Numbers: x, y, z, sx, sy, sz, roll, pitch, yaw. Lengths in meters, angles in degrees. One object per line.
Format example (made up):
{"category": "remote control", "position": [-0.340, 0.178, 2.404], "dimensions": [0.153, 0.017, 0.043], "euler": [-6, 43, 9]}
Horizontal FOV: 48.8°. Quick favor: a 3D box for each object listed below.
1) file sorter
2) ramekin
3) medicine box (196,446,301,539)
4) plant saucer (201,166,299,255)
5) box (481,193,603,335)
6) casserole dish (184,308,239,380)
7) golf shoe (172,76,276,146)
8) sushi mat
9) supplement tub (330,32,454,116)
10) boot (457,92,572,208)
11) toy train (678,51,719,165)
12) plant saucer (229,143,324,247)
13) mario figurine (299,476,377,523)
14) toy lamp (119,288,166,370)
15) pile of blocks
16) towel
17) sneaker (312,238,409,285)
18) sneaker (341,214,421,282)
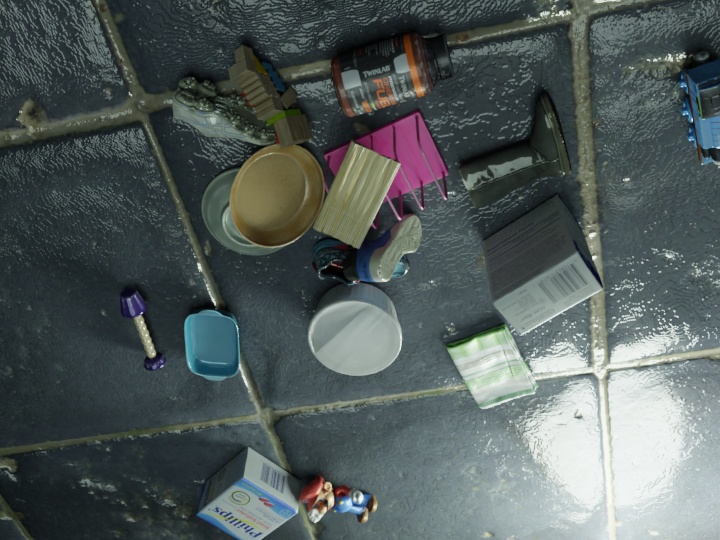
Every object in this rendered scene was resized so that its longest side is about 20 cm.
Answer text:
{"category": "file sorter", "position": [0.047, -0.169, 1.449], "dimensions": [0.198, 0.126, 0.140], "euler": [-22, 122, 17]}
{"category": "ramekin", "position": [-0.011, 0.115, 1.670], "dimensions": [0.199, 0.095, 0.205], "euler": [1, 126, 2]}
{"category": "medicine box", "position": [-0.280, 0.572, 1.998], "dimensions": [0.181, 0.104, 0.200], "euler": [37, 118, -21]}
{"category": "plant saucer", "position": [-0.217, -0.104, 1.554], "dimensions": [0.197, 0.051, 0.202], "euler": [2, 125, 2]}
{"category": "box", "position": [0.338, -0.012, 1.498], "dimensions": [0.183, 0.201, 0.105], "euler": [-33, 119, 23]}
{"category": "casserole dish", "position": [-0.324, 0.157, 1.749], "dimensions": [0.119, 0.039, 0.202], "euler": [4, 124, 0]}
{"category": "golf shoe", "position": [-0.247, -0.274, 1.438], "dimensions": [0.198, 0.079, 0.097], "euler": [26, 148, -15]}
{"category": "sushi mat", "position": [-0.009, -0.129, 1.394], "dimensions": [0.094, 0.012, 0.201], "euler": [21, 127, -8]}
{"category": "supplement tub", "position": [0.055, -0.337, 1.342], "dimensions": [0.197, 0.108, 0.108], "euler": [-14, 124, 13]}
{"category": "boot", "position": [0.273, -0.215, 1.449], "dimensions": [0.197, 0.073, 0.183], "euler": [-12, 122, 19]}
{"category": "toy train", "position": [0.603, -0.270, 1.356], "dimensions": [0.085, 0.115, 0.202], "euler": [-15, 123, 14]}
{"category": "plant saucer", "position": [-0.160, -0.144, 1.486], "dimensions": [0.198, 0.035, 0.203], "euler": [-15, 120, -28]}
{"category": "mario figurine", "position": [-0.061, 0.595, 1.998], "dimensions": [0.198, 0.106, 0.125], "euler": [19, 89, -20]}
{"category": "toy lamp", "position": [-0.476, 0.128, 1.725], "dimensions": [0.057, 0.059, 0.202], "euler": [-5, 124, 7]}
{"category": "pile of blocks", "position": [-0.165, -0.303, 1.406], "dimensions": [0.062, 0.082, 0.201], "euler": [-18, 115, 37]}
{"category": "towel", "position": [0.294, 0.220, 1.767], "dimensions": [0.148, 0.031, 0.201], "euler": [-23, 121, 17]}
{"category": "sneaker", "position": [0.000, 0.000, 1.587], "dimensions": [0.197, 0.096, 0.080], "euler": [4, 129, 0]}
{"category": "sneaker", "position": [0.035, -0.045, 1.518], "dimensions": [0.110, 0.200, 0.078], "euler": [-1, 124, 33]}
